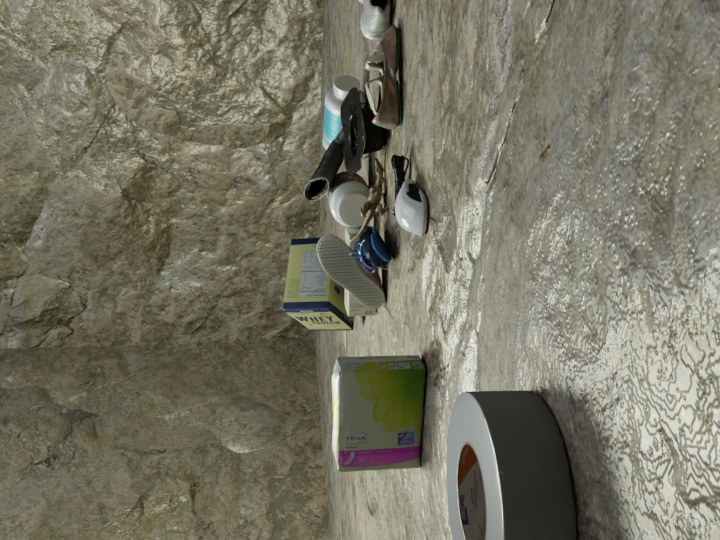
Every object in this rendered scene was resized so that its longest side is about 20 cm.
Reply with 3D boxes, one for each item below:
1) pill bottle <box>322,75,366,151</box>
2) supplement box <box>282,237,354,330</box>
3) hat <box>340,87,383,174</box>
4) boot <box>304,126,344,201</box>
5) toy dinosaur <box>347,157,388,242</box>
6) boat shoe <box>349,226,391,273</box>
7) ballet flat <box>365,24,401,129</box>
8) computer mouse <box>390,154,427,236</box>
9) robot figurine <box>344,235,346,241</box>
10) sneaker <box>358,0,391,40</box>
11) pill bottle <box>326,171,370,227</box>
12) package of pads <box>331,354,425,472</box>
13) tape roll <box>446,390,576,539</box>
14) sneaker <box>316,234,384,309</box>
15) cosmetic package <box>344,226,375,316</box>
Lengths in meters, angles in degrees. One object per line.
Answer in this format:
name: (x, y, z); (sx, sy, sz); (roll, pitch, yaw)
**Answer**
pill bottle: (-0.042, -0.406, 1.906); (0.201, 0.109, 0.112); (97, 170, -49)
supplement box: (-0.102, 0.041, 1.982); (0.200, 0.132, 0.203); (45, -134, -61)
hat: (0.013, -0.309, 1.601); (0.200, 0.080, 0.204); (175, 90, -76)
boot: (-0.061, -0.285, 1.804); (0.182, 0.072, 0.201); (-52, 4, 44)
toy dinosaur: (0.027, -0.140, 1.594); (0.101, 0.057, 0.202); (-96, 24, -76)
boat shoe: (0.022, -0.035, 1.533); (0.085, 0.068, 0.200); (54, -173, -6)
ballet flat: (0.043, -0.371, 1.383); (0.068, 0.066, 0.203); (135, 134, -80)
computer mouse: (0.075, -0.120, 1.238); (0.200, 0.043, 0.111); (-106, 18, -66)
robot figurine: (-0.013, -0.017, 1.918); (0.145, 0.057, 0.203); (156, 113, -84)
sneaker: (0.032, -0.577, 1.488); (0.092, 0.075, 0.203); (119, 143, -62)
pill bottle: (-0.024, -0.171, 1.783); (0.200, 0.109, 0.112); (-111, 21, -70)
package of pads: (0.026, 0.241, 1.230); (0.068, 0.152, 0.203); (-109, 20, -68)
tape roll: (0.135, 0.216, 0.691); (0.200, 0.065, 0.204); (180, 90, -82)
sneaker: (-0.022, -0.005, 1.625); (0.200, 0.075, 0.105); (47, -167, -11)
cosmetic package: (0.000, 0.000, 1.764); (0.105, 0.070, 0.203); (-110, 21, -72)
